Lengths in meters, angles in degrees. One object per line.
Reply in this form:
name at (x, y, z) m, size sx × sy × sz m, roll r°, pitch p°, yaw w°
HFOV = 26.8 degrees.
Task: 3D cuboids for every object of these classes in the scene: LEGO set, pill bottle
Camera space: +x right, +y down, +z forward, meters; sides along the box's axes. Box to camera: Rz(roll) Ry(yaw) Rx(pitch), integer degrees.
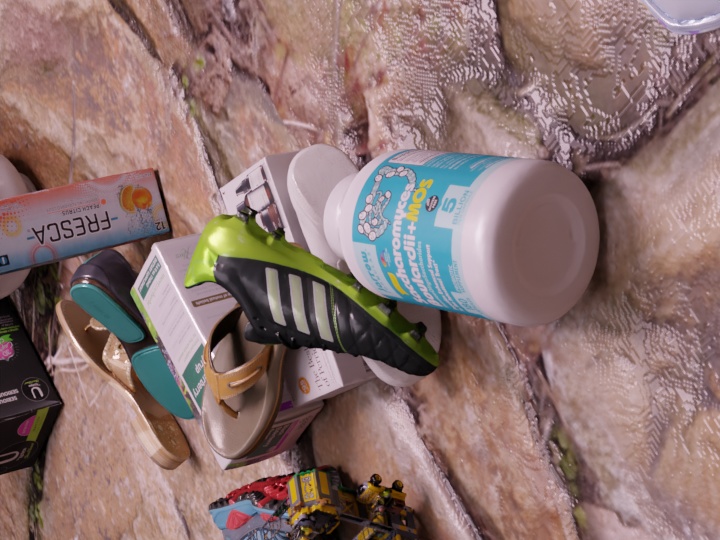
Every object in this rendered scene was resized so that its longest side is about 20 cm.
LEGO set at (-0.031, 0.265, 1.216) m, size 0.200 × 0.154 × 0.116 m, roll -43°, pitch 38°, yaw 27°
pill bottle at (0.061, -0.027, 1.052) m, size 0.200 × 0.111 × 0.111 m, roll 10°, pitch 109°, yaw 51°

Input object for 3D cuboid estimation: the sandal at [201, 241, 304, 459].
sandal at (-0.094, 0.065, 1.231) m, size 0.080 × 0.054 × 0.200 m, roll 42°, pitch 122°, yaw 33°

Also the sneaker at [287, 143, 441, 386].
sneaker at (0.000, 0.000, 1.191) m, size 0.200 × 0.075 × 0.088 m, roll 66°, pitch 163°, yaw 8°

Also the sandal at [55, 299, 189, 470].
sandal at (-0.221, 0.095, 1.524) m, size 0.070 × 0.078 × 0.212 m, roll -40°, pitch 73°, yaw 17°

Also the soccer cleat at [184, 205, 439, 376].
soccer cleat at (-0.036, 0.031, 1.114) m, size 0.200 × 0.068 × 0.081 m, roll 32°, pitch 102°, yaw 6°

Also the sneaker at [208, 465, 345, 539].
sneaker at (-0.059, 0.231, 1.343) m, size 0.200 × 0.079 × 0.096 m, roll -20°, pitch 95°, yaw 62°

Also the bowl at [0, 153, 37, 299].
bowl at (-0.414, -0.056, 1.689) m, size 0.201 × 0.090 × 0.201 m, roll 22°, pitch 118°, yaw 49°

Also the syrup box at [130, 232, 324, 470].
syrup box at (-0.121, 0.069, 1.351) m, size 0.200 × 0.081 × 0.079 m, roll 60°, pitch 142°, yaw 22°

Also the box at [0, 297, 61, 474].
box at (-0.464, 0.132, 1.791) m, size 0.200 × 0.124 × 0.149 m, roll 58°, pitch 141°, yaw 25°

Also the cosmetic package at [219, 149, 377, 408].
cosmetic package at (-0.051, 0.008, 1.262) m, size 0.083 × 0.051 × 0.200 m, roll -30°, pitch 78°, yaw 54°

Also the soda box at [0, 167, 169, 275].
soda box at (-0.285, -0.044, 1.428) m, size 0.064 × 0.200 × 0.068 m, roll -11°, pitch 94°, yaw 54°

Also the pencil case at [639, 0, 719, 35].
pencil case at (0.213, -0.178, 0.729) m, size 0.083 × 0.200 × 0.091 m, roll 37°, pitch 136°, yaw 32°

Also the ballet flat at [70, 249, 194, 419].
ballet flat at (-0.200, 0.056, 1.447) m, size 0.073 × 0.073 × 0.200 m, roll 11°, pitch 144°, yaw 51°
